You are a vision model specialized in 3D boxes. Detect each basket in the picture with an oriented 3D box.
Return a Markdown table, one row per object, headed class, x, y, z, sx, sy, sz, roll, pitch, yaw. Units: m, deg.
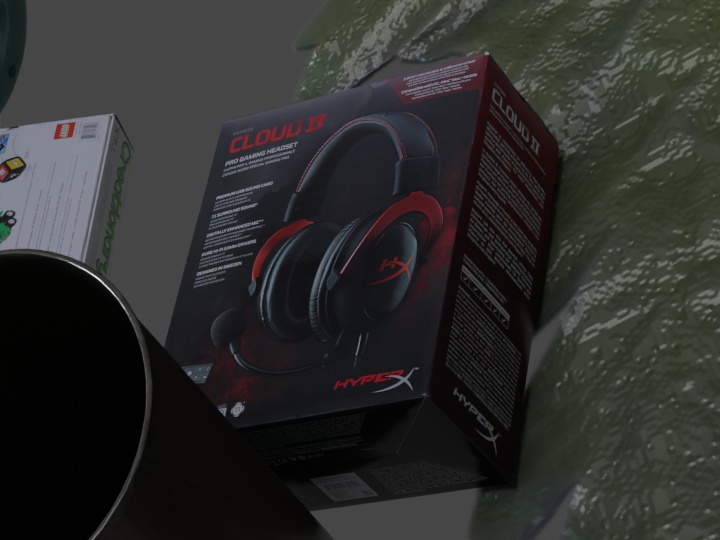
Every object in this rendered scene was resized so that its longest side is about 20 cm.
| class | x | y | z | sx | sy | sz | roll | pitch | yaw |
| --- | --- | --- | --- | --- | --- | --- | --- | --- | --- |
| basket | -0.088 | 0.108 | 0.789 | 0.136 | 0.200 | 0.180 | -47 | 42 | -6 |

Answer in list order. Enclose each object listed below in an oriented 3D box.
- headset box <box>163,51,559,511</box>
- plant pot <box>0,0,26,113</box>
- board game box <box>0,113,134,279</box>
| class | x | y | z | sx | sy | sz | roll | pitch | yaw |
| --- | --- | --- | --- | --- | --- | --- | --- | --- | --- |
| headset box | 0.000 | 0.000 | 0.907 | 0.148 | 0.075 | 0.201 | -11 | 50 | 31 |
| plant pot | -0.306 | -0.147 | 1.191 | 0.187 | 0.200 | 0.201 | 13 | 64 | 26 |
| board game box | -0.194 | 0.010 | 1.057 | 0.126 | 0.035 | 0.201 | -6 | 51 | 16 |
